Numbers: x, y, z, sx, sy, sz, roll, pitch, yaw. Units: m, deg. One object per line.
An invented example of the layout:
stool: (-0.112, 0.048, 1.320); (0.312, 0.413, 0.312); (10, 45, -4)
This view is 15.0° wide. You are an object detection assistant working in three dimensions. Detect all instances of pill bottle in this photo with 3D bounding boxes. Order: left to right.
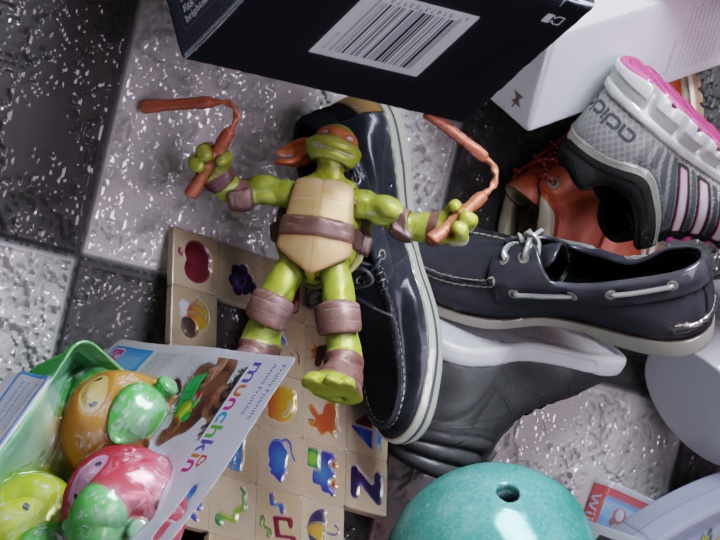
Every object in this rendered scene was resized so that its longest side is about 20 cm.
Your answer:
pill bottle: (0.281, 0.031, 1.766); (0.200, 0.114, 0.114); (-39, 120, -27)

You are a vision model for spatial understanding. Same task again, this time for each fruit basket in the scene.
fruit basket: (-0.136, 0.107, 1.382); (0.094, 0.200, 0.186); (41, 72, -20)

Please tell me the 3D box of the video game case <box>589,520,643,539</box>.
video game case: (0.096, 0.227, 1.603); (0.200, 0.181, 0.023); (-45, 126, -25)

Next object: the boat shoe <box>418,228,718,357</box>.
boat shoe: (0.109, -0.005, 1.575); (0.073, 0.198, 0.063); (-64, 161, -46)

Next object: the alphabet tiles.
alphabet tiles: (-0.046, 0.091, 1.529); (0.166, 0.008, 0.202); (19, 64, -40)

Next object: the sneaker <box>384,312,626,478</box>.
sneaker: (0.081, 0.077, 1.647); (0.199, 0.071, 0.100); (0, 118, -52)

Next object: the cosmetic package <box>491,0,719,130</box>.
cosmetic package: (0.146, -0.161, 1.618); (0.199, 0.101, 0.072); (-21, 140, -36)

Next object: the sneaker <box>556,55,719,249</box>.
sneaker: (0.184, -0.044, 1.613); (0.087, 0.074, 0.200); (-42, 132, 11)

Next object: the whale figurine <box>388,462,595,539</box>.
whale figurine: (0.098, 0.184, 1.527); (0.158, 0.200, 0.104); (-16, 130, -29)

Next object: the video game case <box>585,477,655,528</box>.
video game case: (0.170, 0.250, 1.775); (0.143, 0.017, 0.201); (25, 81, -39)

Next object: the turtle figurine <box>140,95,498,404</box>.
turtle figurine: (-0.033, -0.015, 1.479); (0.198, 0.064, 0.163); (12, 75, 0)

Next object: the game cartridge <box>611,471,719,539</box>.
game cartridge: (0.209, 0.197, 1.738); (0.199, 0.041, 0.134); (-19, 125, -36)

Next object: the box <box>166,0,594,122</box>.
box: (-0.008, -0.202, 1.426); (0.196, 0.117, 0.201); (10, 52, -40)

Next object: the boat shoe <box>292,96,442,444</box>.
boat shoe: (0.000, 0.000, 1.548); (0.062, 0.074, 0.202); (-8, 89, -33)

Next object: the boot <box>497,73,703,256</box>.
boot: (0.143, -0.065, 1.666); (0.107, 0.075, 0.202); (16, 82, -27)
